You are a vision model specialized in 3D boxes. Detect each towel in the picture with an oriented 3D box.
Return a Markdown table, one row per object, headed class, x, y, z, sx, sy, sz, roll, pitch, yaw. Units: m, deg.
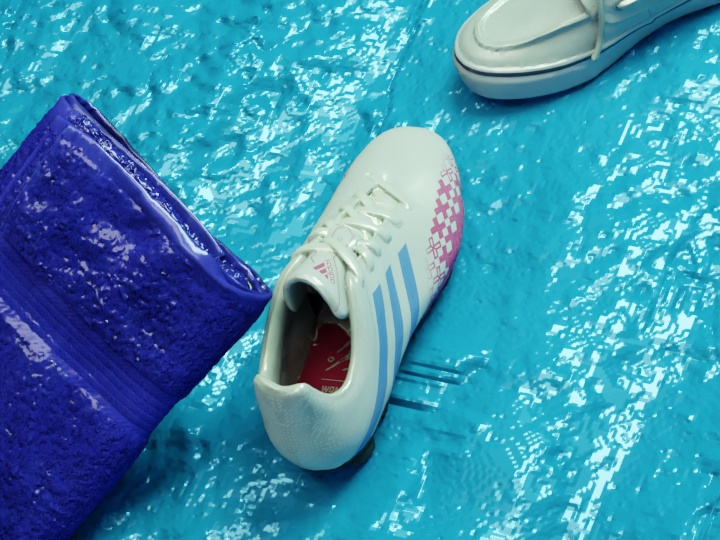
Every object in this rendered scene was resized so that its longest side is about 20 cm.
| class | x | y | z | sx | sy | sz | roll | pitch | yaw |
| --- | --- | --- | --- | --- | --- | --- | --- | --- | --- |
| towel | -0.155 | 0.034 | 1.315 | 0.148 | 0.049 | 0.200 | 44 | 105 | 15 |

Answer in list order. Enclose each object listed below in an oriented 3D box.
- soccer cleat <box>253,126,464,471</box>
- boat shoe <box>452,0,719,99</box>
| class | x | y | z | sx | sy | sz | roll | pitch | yaw |
| --- | --- | --- | --- | --- | --- | --- | --- | --- | --- |
| soccer cleat | 0.000 | 0.000 | 1.321 | 0.069 | 0.086 | 0.201 | 3 | 58 | 24 |
| boat shoe | 0.133 | -0.160 | 1.378 | 0.201 | 0.086 | 0.075 | -22 | 51 | 6 |
